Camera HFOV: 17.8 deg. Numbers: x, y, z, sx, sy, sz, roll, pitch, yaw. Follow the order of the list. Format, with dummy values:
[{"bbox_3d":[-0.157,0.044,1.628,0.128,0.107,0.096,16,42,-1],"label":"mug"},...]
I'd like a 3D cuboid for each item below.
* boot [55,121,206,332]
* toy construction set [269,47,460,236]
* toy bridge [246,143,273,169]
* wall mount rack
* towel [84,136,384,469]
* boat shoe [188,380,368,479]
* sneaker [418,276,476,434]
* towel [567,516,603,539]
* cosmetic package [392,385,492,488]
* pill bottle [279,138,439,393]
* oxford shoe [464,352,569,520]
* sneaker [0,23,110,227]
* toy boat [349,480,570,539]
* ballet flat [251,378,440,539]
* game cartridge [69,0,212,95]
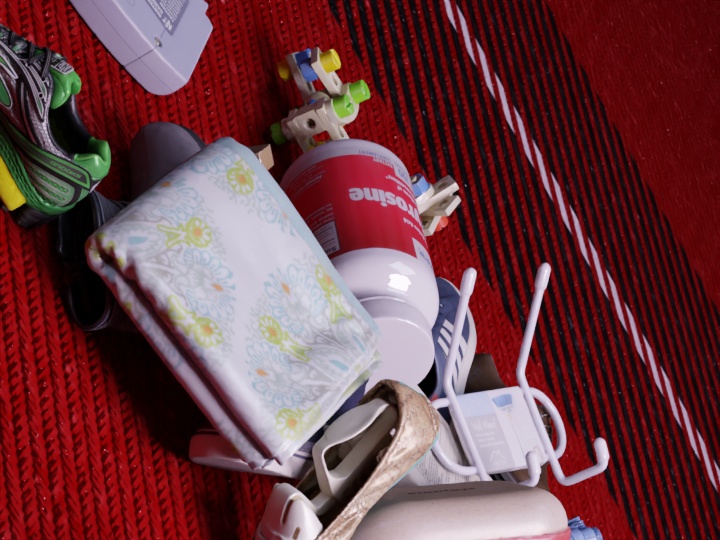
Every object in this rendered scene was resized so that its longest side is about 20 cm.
[{"bbox_3d":[-0.156,-0.038,1.603,0.131,0.070,0.201,26,39,-47],"label":"boot"},{"bbox_3d":[-0.003,-0.088,1.945,0.200,0.092,0.132,45,25,-21],"label":"toy construction set"},{"bbox_3d":[-0.079,0.008,1.704,0.027,0.067,0.202,-53,135,-64],"label":"toy bridge"},{"bbox_3d":[0.122,0.089,1.830,0.199,0.074,0.175,-3,69,-56],"label":"wall mount rack"},{"bbox_3d":[-0.078,0.021,1.566,0.201,0.048,0.171,52,35,-4],"label":"towel"},{"bbox_3d":[-0.056,0.099,1.628,0.200,0.074,0.094,20,76,-65],"label":"boat shoe"},{"bbox_3d":[0.047,0.063,1.898,0.201,0.074,0.085,-88,153,-47],"label":"sneaker"},{"bbox_3d":[0.111,0.273,1.746,0.199,0.048,0.113,-21,92,-30],"label":"towel"},{"bbox_3d":[0.060,0.193,1.807,0.200,0.073,0.104,51,26,-27],"label":"cosmetic package"},{"bbox_3d":[0.000,0.000,1.794,0.112,0.112,0.201,44,22,-38],"label":"pill bottle"},{"bbox_3d":[0.135,0.151,1.920,0.201,0.084,0.073,58,-13,19],"label":"oxford shoe"},{"bbox_3d":[-0.230,-0.134,1.517,0.201,0.085,0.078,59,24,-10],"label":"sneaker"},{"bbox_3d":[0.051,0.224,1.648,0.198,0.130,0.132,-3,91,-20],"label":"toy boat"},{"bbox_3d":[-0.027,0.152,1.569,0.200,0.070,0.065,-51,130,-18],"label":"ballet flat"},{"bbox_3d":[-0.190,-0.236,1.761,0.201,0.041,0.134,55,30,-22],"label":"game cartridge"}]
